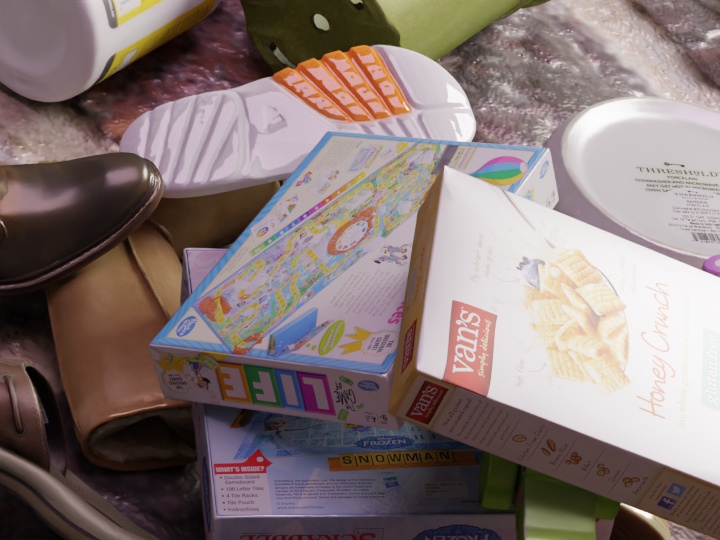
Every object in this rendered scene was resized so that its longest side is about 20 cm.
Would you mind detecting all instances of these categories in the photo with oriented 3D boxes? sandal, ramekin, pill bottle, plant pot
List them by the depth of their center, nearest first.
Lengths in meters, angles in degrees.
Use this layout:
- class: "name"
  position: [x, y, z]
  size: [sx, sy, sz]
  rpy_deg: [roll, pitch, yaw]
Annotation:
- class: "sandal"
  position: [-0.167, 0.079, 1.344]
  size: [0.200, 0.057, 0.080]
  rpy_deg: [36, 4, -2]
- class: "sandal"
  position: [-0.039, -0.073, 1.535]
  size: [0.205, 0.059, 0.080]
  rpy_deg: [-10, 62, -13]
- class: "ramekin"
  position: [0.181, -0.015, 1.596]
  size: [0.199, 0.106, 0.201]
  rpy_deg: [10, 37, -8]
- class: "pill bottle"
  position: [-0.150, -0.191, 1.698]
  size: [0.111, 0.112, 0.200]
  rpy_deg: [31, 39, 20]
- class: "plant pot"
  position: [0.022, -0.204, 1.737]
  size: [0.199, 0.201, 0.190]
  rpy_deg: [28, 51, 17]

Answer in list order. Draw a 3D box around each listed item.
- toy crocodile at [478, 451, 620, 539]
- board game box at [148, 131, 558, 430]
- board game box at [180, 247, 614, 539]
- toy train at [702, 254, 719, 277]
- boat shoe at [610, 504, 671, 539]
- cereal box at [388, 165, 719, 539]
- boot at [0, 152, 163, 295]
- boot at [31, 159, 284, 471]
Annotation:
- class: "toy crocodile"
  position: [0.097, 0.066, 1.315]
  size: [0.067, 0.062, 0.201]
  rpy_deg: [9, 40, 0]
- class: "board game box"
  position: [0.000, 0.000, 1.364]
  size: [0.134, 0.034, 0.200]
  rpy_deg: [6, 37, 28]
- class: "board game box"
  position: [0.013, 0.067, 1.379]
  size: [0.198, 0.041, 0.200]
  rpy_deg: [1, 41, -9]
- class: "toy train"
  position: [0.215, 0.061, 1.502]
  size: [0.199, 0.151, 0.056]
  rpy_deg: [6, 19, -25]
- class: "boat shoe"
  position: [0.081, 0.101, 1.438]
  size: [0.199, 0.072, 0.065]
  rpy_deg: [26, 40, 15]
- class: "cereal box"
  position: [0.115, 0.042, 1.278]
  size: [0.199, 0.040, 0.144]
  rpy_deg: [21, 42, -12]
- class: "boot"
  position: [-0.207, -0.039, 1.436]
  size: [0.199, 0.097, 0.075]
  rpy_deg: [-19, 51, -3]
- class: "boot"
  position: [-0.097, 0.020, 1.493]
  size: [0.174, 0.066, 0.201]
  rpy_deg: [-8, 44, -20]
